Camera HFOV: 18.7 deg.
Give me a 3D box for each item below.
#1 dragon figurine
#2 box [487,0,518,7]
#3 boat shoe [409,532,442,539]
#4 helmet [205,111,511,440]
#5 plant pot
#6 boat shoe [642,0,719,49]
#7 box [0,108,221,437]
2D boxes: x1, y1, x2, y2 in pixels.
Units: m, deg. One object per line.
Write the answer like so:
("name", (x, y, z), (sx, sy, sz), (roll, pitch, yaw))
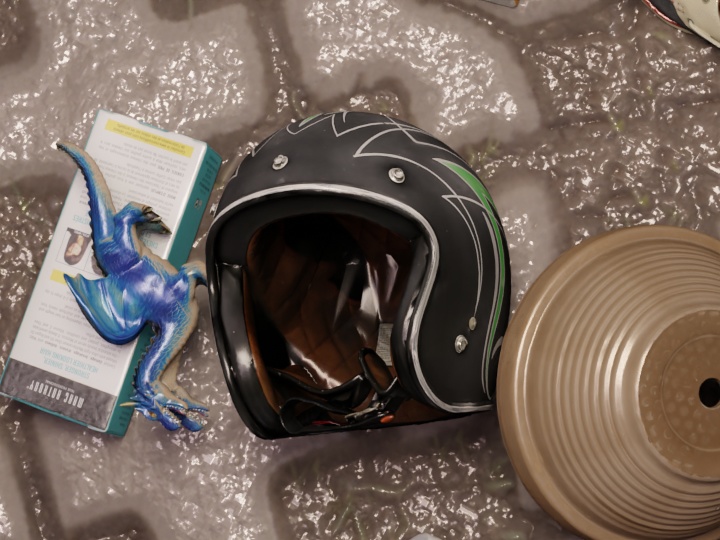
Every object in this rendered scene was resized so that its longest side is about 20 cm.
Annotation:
("dragon figurine", (-0.153, 0.011, 1.390), (0.099, 0.059, 0.200), (-43, 89, -5))
("box", (0.077, -0.291, 1.414), (0.097, 0.124, 0.202), (15, 85, 13))
("boat shoe", (0.013, 0.264, 1.376), (0.070, 0.071, 0.201), (31, 84, -13))
("helmet", (0.000, 0.000, 1.343), (0.198, 0.200, 0.192), (-8, 84, 10))
("plant pot", (0.189, 0.071, 1.308), (0.199, 0.093, 0.203), (1, 87, -19))
("boat shoe", (0.241, -0.169, 1.395), (0.200, 0.063, 0.071), (44, 93, 15))
("box", (-0.165, 0.002, 1.453), (0.082, 0.049, 0.201), (19, 85, 12))
